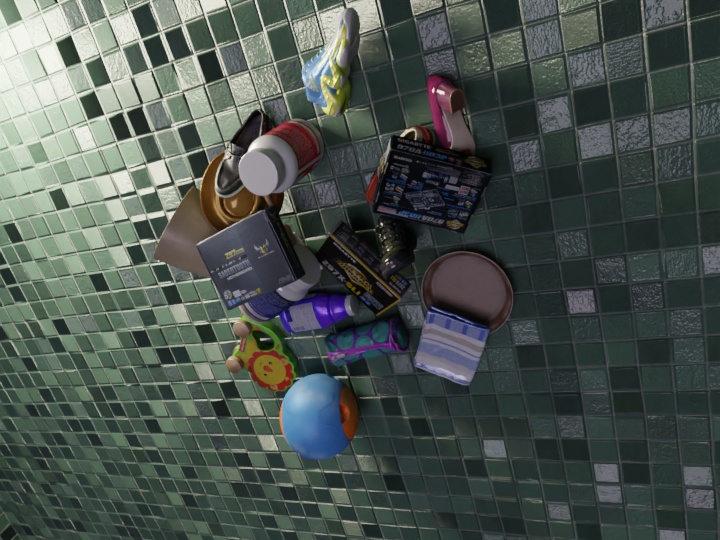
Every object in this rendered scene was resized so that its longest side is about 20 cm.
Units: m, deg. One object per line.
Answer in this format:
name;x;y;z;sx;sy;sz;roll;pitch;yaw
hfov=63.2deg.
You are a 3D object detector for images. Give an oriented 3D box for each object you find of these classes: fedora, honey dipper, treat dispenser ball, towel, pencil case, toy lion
fedora;-0.256;-0.167;1.263;0.195;0.082;0.206;-1;97;-8
honey dipper;-0.184;-0.126;1.259;0.037;0.039;0.202;4;140;20
treat dispenser ball;-0.102;0.360;1.449;0.196;0.201;0.205;10;120;17
towel;0.199;0.173;1.306;0.144;0.024;0.203;20;135;12
pencil case;0.013;0.169;1.367;0.196;0.093;0.086;-18;108;28
toy lion;-0.247;0.223;1.530;0.188;0.069;0.203;21;122;3

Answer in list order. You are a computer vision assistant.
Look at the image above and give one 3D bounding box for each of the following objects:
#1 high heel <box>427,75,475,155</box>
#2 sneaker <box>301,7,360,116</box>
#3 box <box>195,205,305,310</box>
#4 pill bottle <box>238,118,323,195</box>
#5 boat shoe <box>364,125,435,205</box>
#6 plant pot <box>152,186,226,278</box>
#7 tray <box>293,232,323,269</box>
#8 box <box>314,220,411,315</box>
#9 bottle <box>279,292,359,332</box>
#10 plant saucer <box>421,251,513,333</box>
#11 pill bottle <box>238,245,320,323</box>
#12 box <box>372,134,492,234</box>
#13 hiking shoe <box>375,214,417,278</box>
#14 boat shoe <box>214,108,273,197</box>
high heel;0.168;-0.268;1.113;0.066;0.097;0.203;-20;130;-14
sneaker;-0.064;-0.399;1.113;0.103;0.076;0.204;20;123;12
box;-0.232;-0.024;1.234;0.197;0.051;0.161;-21;98;25
pill bottle;-0.157;-0.224;1.168;0.110;0.200;0.115;9;120;17
boat shoe;0.067;-0.203;1.157;0.200;0.062;0.072;-47;71;33
plant pot;-0.347;-0.061;1.366;0.197;0.189;0.188;30;125;-13
tray;-0.181;-0.003;1.402;0.199;0.022;0.108;-35;100;33
box;0.000;0.000;1.266;0.199;0.050;0.160;43;159;-3
bottle;-0.098;0.095;1.391;0.196;0.066;0.085;-12;113;27
plant saucer;0.227;0.047;1.249;0.195;0.032;0.205;10;120;17
pill bottle;-0.186;0.031;1.332;0.198;0.116;0.116;-32;101;37
box;0.132;-0.159;1.113;0.195;0.047;0.161;12;139;-5
hiking shoe;0.059;-0.058;1.165;0.075;0.200;0.102;-30;102;17
boat shoe;-0.242;-0.245;1.196;0.073;0.202;0.066;28;162;12
